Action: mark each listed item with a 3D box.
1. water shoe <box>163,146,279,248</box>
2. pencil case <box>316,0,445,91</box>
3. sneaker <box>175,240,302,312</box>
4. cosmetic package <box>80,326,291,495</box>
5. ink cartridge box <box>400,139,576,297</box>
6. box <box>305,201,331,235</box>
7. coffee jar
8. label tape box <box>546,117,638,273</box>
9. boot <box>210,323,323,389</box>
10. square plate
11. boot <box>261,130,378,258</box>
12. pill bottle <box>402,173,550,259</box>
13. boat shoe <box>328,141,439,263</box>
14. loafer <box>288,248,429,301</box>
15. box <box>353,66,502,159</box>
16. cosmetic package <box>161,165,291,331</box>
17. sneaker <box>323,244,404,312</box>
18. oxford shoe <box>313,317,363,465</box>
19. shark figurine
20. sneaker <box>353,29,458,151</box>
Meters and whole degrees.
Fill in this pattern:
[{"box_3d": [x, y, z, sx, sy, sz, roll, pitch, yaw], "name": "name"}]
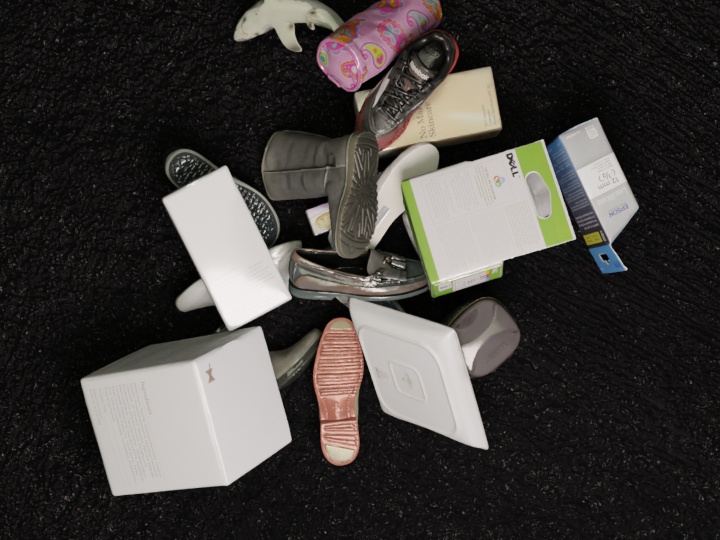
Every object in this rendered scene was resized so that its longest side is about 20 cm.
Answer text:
[{"box_3d": [-0.193, -0.110, 1.753, 0.072, 0.079, 0.200, -47, 115, 1], "name": "water shoe"}, {"box_3d": [0.030, -0.326, 1.711, 0.088, 0.087, 0.200, 48, 56, 0], "name": "pencil case"}, {"box_3d": [-0.164, 0.026, 1.748, 0.197, 0.070, 0.081, -21, 92, -2], "name": "sneaker"}, {"box_3d": [-0.231, 0.186, 1.647, 0.197, 0.167, 0.169, -11, 98, 30], "name": "cosmetic package"}, {"box_3d": [0.167, -0.067, 1.637, 0.197, 0.076, 0.150, -16, 74, 0], "name": "ink cartridge box"}, {"box_3d": [0.019, -0.101, 1.769, 0.197, 0.039, 0.042, -20, 91, -1], "name": "box"}, {"box_3d": [0.156, 0.090, 1.685, 0.104, 0.200, 0.086, -41, 90, -3], "name": "coffee jar"}, {"box_3d": [0.331, -0.101, 1.721, 0.065, 0.143, 0.202, -27, 89, -1], "name": "label tape box"}, {"box_3d": [-0.154, 0.120, 1.750, 0.200, 0.068, 0.131, -41, 84, -3], "name": "boot"}, {"box_3d": [0.071, 0.142, 1.660, 0.028, 0.196, 0.202, -38, 125, -32], "name": "square plate"}, {"box_3d": [-0.064, -0.108, 1.695, 0.198, 0.072, 0.185, 1, 78, 42], "name": "boot"}, {"box_3d": [0.167, -0.075, 1.734, 0.198, 0.111, 0.112, -27, 89, -2], "name": "pill bottle"}, {"box_3d": [0.028, -0.101, 1.717, 0.072, 0.069, 0.201, 29, 100, -39], "name": "boat shoe"}, {"box_3d": [0.000, 0.000, 1.668, 0.196, 0.072, 0.064, -3, 122, -3], "name": "loafer"}, {"box_3d": [0.093, -0.220, 1.754, 0.197, 0.078, 0.097, -12, 88, -1], "name": "box"}, {"box_3d": [-0.182, -0.030, 1.675, 0.101, 0.074, 0.202, -26, 97, -9], "name": "cosmetic package"}, {"box_3d": [0.018, 0.041, 1.741, 0.077, 0.086, 0.201, -41, 90, -3], "name": "sneaker"}, {"box_3d": [-0.033, 0.167, 1.741, 0.069, 0.074, 0.204, 3, 92, -3], "name": "oxford shoe"}, {"box_3d": [-0.066, -0.359, 1.760, 0.211, 0.090, 0.130, 20, 122, 8], "name": "shark figurine"}, {"box_3d": [0.060, -0.246, 1.667, 0.071, 0.098, 0.201, 39, 88, 0], "name": "sneaker"}]
